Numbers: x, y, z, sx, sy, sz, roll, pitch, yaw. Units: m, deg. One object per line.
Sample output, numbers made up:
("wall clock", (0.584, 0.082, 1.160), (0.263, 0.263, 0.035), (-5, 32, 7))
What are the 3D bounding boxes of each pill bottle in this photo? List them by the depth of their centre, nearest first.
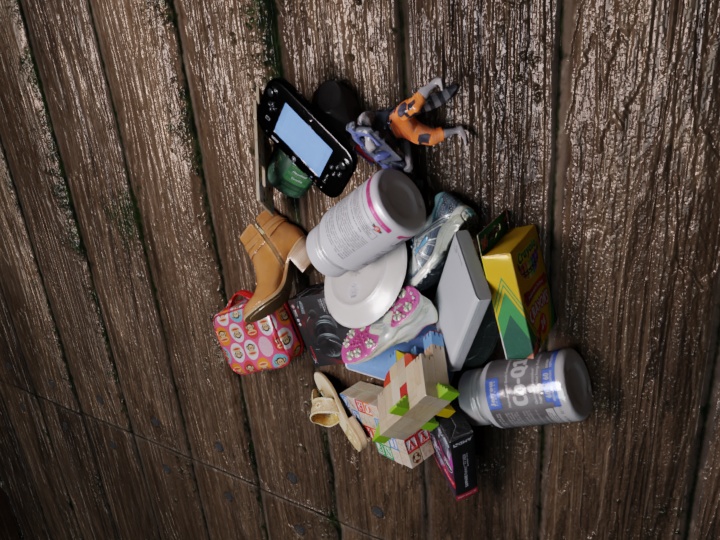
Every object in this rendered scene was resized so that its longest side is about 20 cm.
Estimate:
("pill bottle", (0.003, -0.070, 1.078), (0.199, 0.113, 0.114), (-32, 93, 42))
("pill bottle", (0.268, 0.200, 1.093), (0.198, 0.113, 0.115), (-18, 102, 38))

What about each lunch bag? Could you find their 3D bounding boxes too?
("lunch bag", (-0.229, 0.126, 1.424), (0.198, 0.082, 0.179), (-14, 103, 39))

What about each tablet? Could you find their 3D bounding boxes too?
("tablet", (0.080, 0.147, 1.196), (0.196, 0.014, 0.132), (17, 105, 1))

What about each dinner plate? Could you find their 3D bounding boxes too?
("dinner plate", (0.000, 0.000, 1.160), (0.198, 0.024, 0.204), (-19, 62, 40))

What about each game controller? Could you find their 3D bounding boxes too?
("game controller", (-0.087, -0.209, 1.046), (0.200, 0.042, 0.105), (46, 129, 9))

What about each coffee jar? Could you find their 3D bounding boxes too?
("coffee jar", (-0.081, -0.224, 1.132), (0.084, 0.106, 0.200), (25, 135, -23))

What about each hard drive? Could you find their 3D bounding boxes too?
("hard drive", (0.158, 0.053, 1.062), (0.202, 0.026, 0.134), (100, 162, -51))

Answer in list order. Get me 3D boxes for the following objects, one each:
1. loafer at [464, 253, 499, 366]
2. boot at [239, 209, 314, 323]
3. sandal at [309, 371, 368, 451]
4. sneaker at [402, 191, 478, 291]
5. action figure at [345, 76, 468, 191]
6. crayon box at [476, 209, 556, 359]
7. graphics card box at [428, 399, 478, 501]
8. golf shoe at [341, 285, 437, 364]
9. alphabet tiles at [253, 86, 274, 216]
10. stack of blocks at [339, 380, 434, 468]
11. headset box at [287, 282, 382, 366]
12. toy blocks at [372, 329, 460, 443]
("loafer", (0.199, 0.067, 1.123), (0.070, 0.063, 0.203), (0, 120, 0))
("boot", (-0.190, -0.013, 1.281), (0.155, 0.077, 0.200), (43, 91, 16))
("sandal", (-0.068, 0.293, 1.346), (0.212, 0.069, 0.079), (46, 150, 40))
("sneaker", (0.122, -0.046, 1.114), (0.087, 0.077, 0.201), (51, 130, 25))
("action figure", (0.072, -0.213, 1.043), (0.190, 0.107, 0.200), (-11, 150, 26))
("crayon box", (0.243, 0.017, 1.012), (0.050, 0.127, 0.203), (-6, 109, 35))
("graphics card box", (0.160, 0.306, 1.185), (0.126, 0.050, 0.202), (-119, 13, -46))
("golf shoe", (0.051, 0.111, 1.146), (0.199, 0.091, 0.076), (-38, 44, 29))
("alphabet tiles", (-0.170, -0.209, 1.168), (0.007, 0.167, 0.205), (-2, 86, 1))
("stack of blocks", (0.048, 0.295, 1.284), (0.199, 0.058, 0.117), (3, 114, 58))
("headset box", (-0.025, 0.095, 1.271), (0.198, 0.077, 0.151), (-11, 105, 39))
("toy blocks", (0.086, 0.190, 1.120), (0.098, 0.139, 0.201), (16, 137, -22))
